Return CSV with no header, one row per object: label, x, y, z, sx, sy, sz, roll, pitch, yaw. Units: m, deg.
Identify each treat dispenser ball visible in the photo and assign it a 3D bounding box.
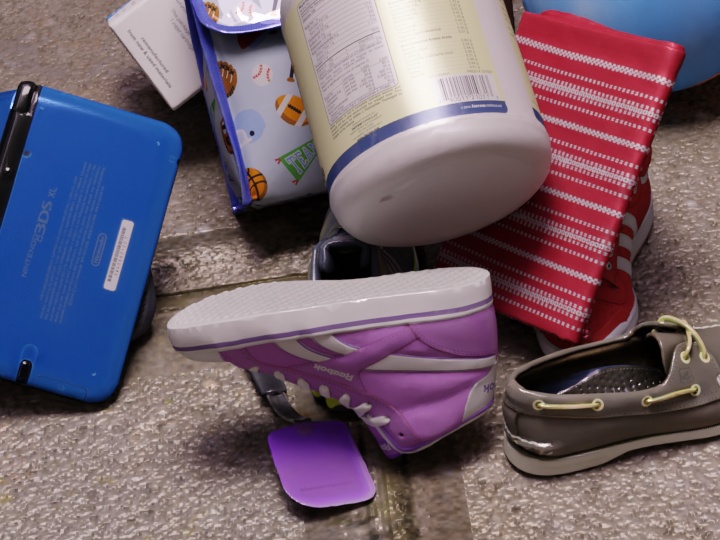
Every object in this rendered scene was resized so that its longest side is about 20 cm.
treat dispenser ball,0.216,-0.232,1.490,0.200,0.202,0.201,-5,37,4

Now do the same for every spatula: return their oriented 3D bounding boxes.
spatula,-0.049,0.084,1.277,0.056,0.021,0.200,-7,33,-20

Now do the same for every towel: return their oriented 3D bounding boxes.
towel,0.127,-0.065,1.291,0.022,0.201,0.144,17,4,-41

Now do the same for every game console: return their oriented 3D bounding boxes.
game console,-0.231,-0.016,1.368,0.170,0.118,0.201,16,75,-9

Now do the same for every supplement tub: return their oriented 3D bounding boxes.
supplement tub,0.029,-0.132,1.279,0.144,0.145,0.201,-13,67,-6

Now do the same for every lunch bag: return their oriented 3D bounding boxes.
lunch bag,-0.033,-0.156,1.424,0.169,0.201,0.124,-13,0,-9

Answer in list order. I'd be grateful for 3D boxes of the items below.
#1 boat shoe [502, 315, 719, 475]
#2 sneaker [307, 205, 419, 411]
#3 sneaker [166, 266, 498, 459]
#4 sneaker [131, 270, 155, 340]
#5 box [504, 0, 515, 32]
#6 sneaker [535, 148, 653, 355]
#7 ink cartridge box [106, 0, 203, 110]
boat shoe,0.181,0.065,1.223,0.201,0.060,0.072,-17,38,-11
sneaker,0.000,0.000,1.328,0.074,0.081,0.200,-5,37,4
sneaker,-0.015,0.065,1.216,0.199,0.115,0.073,-4,17,5
sneaker,-0.188,-0.024,1.413,0.070,0.082,0.200,-33,62,6
box,0.059,-0.273,1.573,0.100,0.201,0.075,-15,38,-7
sneaker,0.153,-0.034,1.315,0.071,0.113,0.200,3,39,15
ink cartridge box,-0.092,-0.218,1.535,0.200,0.084,0.146,-38,11,-2
